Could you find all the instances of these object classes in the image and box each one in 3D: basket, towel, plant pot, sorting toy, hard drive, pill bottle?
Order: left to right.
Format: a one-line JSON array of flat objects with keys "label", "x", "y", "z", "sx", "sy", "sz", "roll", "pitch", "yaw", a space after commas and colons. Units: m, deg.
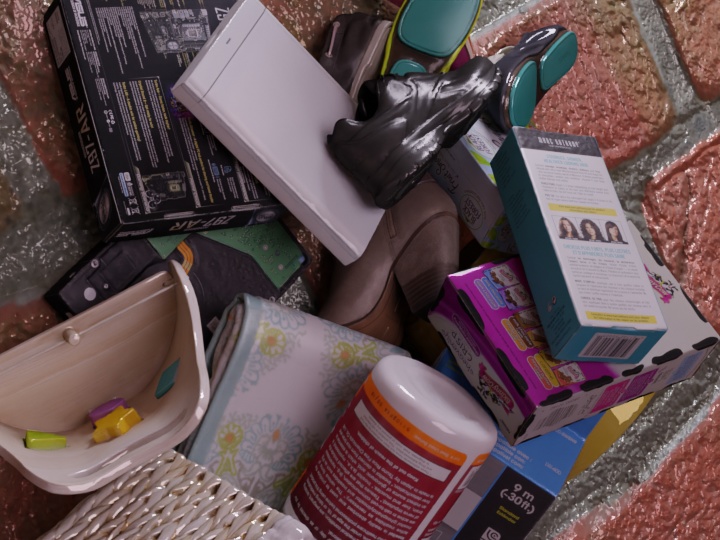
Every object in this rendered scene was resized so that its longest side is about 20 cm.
[{"label": "sorting toy", "x": -0.183, "y": 0.099, "z": 1.078, "sx": 0.200, "sy": 0.180, "sz": 0.107, "roll": -28, "pitch": 112, "yaw": -11}, {"label": "basket", "x": -0.144, "y": 0.264, "z": 1.082, "sx": 0.200, "sy": 0.161, "sz": 0.199, "roll": -39, "pitch": 144, "yaw": -30}, {"label": "hard drive", "x": -0.146, "y": 0.006, "z": 1.231, "sx": 0.140, "sy": 0.038, "sz": 0.200, "roll": 52, "pitch": 60, "yaw": -19}, {"label": "towel", "x": -0.066, "y": 0.132, "z": 1.229, "sx": 0.171, "sy": 0.048, "sz": 0.201, "roll": 21, "pitch": 96, "yaw": -33}, {"label": "hard drive", "x": -0.052, "y": -0.116, "z": 1.221, "sx": 0.200, "sy": 0.027, "sz": 0.132, "roll": 45, "pitch": 44, "yaw": -19}, {"label": "pill bottle", "x": 0.011, "y": 0.176, "z": 1.181, "sx": 0.113, "sy": 0.113, "sz": 0.200, "roll": 25, "pitch": 107, "yaw": -31}, {"label": "plant pot", "x": 0.146, "y": 0.069, "z": 1.348, "sx": 0.189, "sy": 0.201, "sz": 0.201, "roll": 42, "pitch": 62, "yaw": -6}]

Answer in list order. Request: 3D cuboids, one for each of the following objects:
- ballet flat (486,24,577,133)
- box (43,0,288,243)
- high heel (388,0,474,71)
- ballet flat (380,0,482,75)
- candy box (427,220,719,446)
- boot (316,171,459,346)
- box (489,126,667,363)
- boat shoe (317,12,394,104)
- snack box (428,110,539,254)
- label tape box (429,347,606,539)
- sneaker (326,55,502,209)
[{"label": "ballet flat", "x": 0.146, "y": -0.182, "z": 1.420, "sx": 0.073, "sy": 0.073, "sz": 0.200, "roll": 61, "pitch": 36, "yaw": -14}, {"label": "box", "x": -0.153, "y": -0.130, "z": 1.204, "sx": 0.160, "sy": 0.044, "sz": 0.201, "roll": -9, "pitch": 75, "yaw": -34}, {"label": "high heel", "x": 0.040, "y": -0.247, "z": 1.400, "sx": 0.067, "sy": 0.096, "sz": 0.200, "roll": -90, "pitch": 156, "yaw": -60}, {"label": "ballet flat", "x": 0.049, "y": -0.186, "z": 1.344, "sx": 0.067, "sy": 0.067, "sz": 0.200, "roll": 25, "pitch": 79, "yaw": -3}, {"label": "candy box", "x": 0.174, "y": 0.047, "z": 1.220, "sx": 0.199, "sy": 0.061, "sz": 0.137, "roll": -16, "pitch": 59, "yaw": -29}, {"label": "boot", "x": 0.000, "y": 0.000, "z": 1.302, "sx": 0.070, "sy": 0.200, "sz": 0.147, "roll": 46, "pitch": 22, "yaw": -52}, {"label": "box", "x": 0.171, "y": -0.022, "z": 1.197, "sx": 0.082, "sy": 0.049, "sz": 0.200, "roll": 5, "pitch": 51, "yaw": -24}, {"label": "boat shoe", "x": -0.030, "y": -0.142, "z": 1.327, "sx": 0.200, "sy": 0.057, "sz": 0.067, "roll": -65, "pitch": 158, "yaw": -19}, {"label": "snack box", "x": 0.132, "y": -0.084, "z": 1.354, "sx": 0.142, "sy": 0.200, "sz": 0.053, "roll": 11, "pitch": 121, "yaw": -33}, {"label": "label tape box", "x": 0.094, "y": 0.158, "z": 1.260, "sx": 0.144, "sy": 0.200, "sz": 0.063, "roll": 33, "pitch": 30, "yaw": 3}, {"label": "sneaker", "x": 0.048, "y": -0.137, "z": 1.252, "sx": 0.091, "sy": 0.076, "sz": 0.200, "roll": 41, "pitch": 47, "yaw": 5}]
